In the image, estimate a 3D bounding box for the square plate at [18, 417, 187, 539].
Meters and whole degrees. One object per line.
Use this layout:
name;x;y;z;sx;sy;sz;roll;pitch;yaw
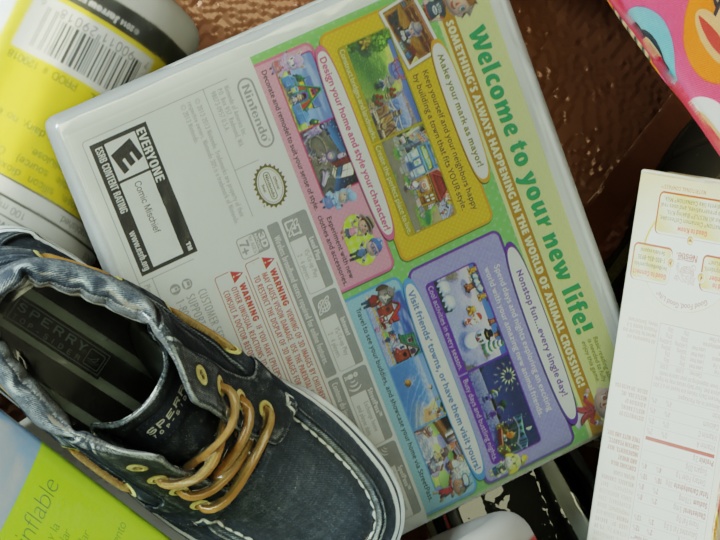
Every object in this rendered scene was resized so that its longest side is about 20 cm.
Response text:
square plate;-0.090;0.145;0.898;0.200;0.028;0.199;-33;101;-43

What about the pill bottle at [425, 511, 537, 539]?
pill bottle;0.051;0.202;0.899;0.115;0.116;0.201;-25;87;-11

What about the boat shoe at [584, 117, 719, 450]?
boat shoe;0.153;-0.007;1.012;0.076;0.072;0.200;39;87;-21

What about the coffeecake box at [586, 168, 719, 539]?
coffeecake box;0.173;0.071;0.950;0.153;0.073;0.202;5;95;-36

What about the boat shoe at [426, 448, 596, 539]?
boat shoe;0.083;0.138;0.986;0.073;0.063;0.202;-30;94;-14

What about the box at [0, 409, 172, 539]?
box;-0.144;0.104;0.810;0.200;0.047;0.123;41;53;-24

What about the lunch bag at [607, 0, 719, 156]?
lunch bag;0.189;-0.091;0.921;0.175;0.082;0.201;3;46;-43

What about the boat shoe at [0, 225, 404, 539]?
boat shoe;-0.060;0.058;0.843;0.200;0.091;0.071;33;87;-19

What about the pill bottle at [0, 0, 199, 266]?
pill bottle;-0.151;-0.028;0.926;0.111;0.111;0.201;28;82;-8

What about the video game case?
video game case;0.000;0.000;0.916;0.181;0.022;0.201;-25;104;-14
